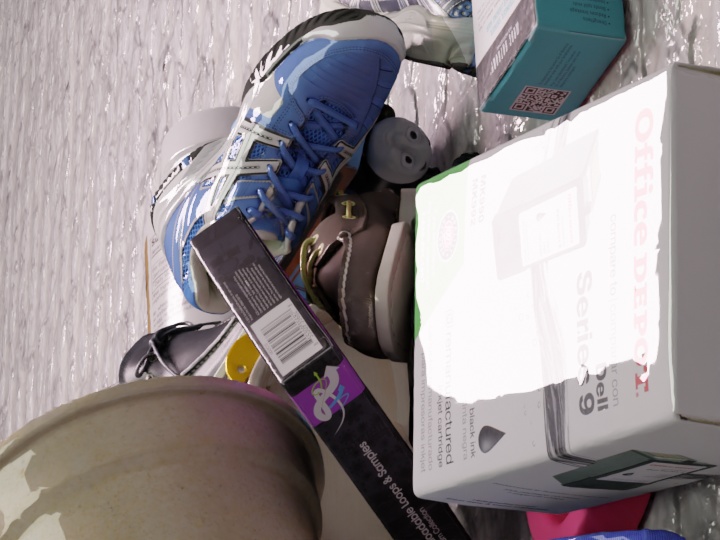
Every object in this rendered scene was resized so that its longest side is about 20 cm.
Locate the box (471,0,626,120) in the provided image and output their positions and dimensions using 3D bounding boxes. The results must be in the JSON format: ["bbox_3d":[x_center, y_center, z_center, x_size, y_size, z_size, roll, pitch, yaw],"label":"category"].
[{"bbox_3d":[0.090,-0.182,1.346,0.082,0.049,0.201,124,148,-57],"label":"box"}]

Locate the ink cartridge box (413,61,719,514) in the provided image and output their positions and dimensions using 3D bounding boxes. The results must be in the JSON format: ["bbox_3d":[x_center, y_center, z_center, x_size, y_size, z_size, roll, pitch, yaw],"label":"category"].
[{"bbox_3d":[0.105,0.012,1.102,0.200,0.084,0.147,-25,60,58],"label":"ink cartridge box"}]

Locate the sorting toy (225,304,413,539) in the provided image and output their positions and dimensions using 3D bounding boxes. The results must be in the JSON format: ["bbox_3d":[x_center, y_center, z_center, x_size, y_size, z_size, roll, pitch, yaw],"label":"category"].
[{"bbox_3d":[-0.018,0.135,1.546,0.180,0.106,0.201,87,179,-59],"label":"sorting toy"}]

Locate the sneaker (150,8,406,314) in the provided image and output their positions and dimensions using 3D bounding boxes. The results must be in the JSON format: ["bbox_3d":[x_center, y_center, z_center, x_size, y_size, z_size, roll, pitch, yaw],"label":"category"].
[{"bbox_3d":[-0.037,-0.056,1.423,0.200,0.076,0.077,-51,35,32],"label":"sneaker"}]

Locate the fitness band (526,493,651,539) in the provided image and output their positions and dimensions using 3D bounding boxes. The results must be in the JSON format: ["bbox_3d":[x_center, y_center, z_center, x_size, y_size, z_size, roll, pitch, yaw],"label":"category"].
[{"bbox_3d":[0.101,0.035,1.246,0.144,0.037,0.201,165,110,-72],"label":"fitness band"}]

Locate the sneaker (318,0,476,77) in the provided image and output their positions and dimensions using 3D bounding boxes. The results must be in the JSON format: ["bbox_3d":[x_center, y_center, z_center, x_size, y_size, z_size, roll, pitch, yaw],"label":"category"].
[{"bbox_3d":[0.042,-0.158,1.480,0.200,0.077,0.085,28,104,63],"label":"sneaker"}]

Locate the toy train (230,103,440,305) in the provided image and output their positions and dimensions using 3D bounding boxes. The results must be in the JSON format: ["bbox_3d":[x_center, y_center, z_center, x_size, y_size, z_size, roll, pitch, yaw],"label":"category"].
[{"bbox_3d":[-0.027,-0.043,1.565,0.200,0.114,0.087,124,160,-55],"label":"toy train"}]

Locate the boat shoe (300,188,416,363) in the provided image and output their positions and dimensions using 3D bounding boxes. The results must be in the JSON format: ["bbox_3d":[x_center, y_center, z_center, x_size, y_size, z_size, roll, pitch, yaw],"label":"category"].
[{"bbox_3d":[0.000,0.000,1.383,0.200,0.059,0.072,-75,-14,-73],"label":"boat shoe"}]

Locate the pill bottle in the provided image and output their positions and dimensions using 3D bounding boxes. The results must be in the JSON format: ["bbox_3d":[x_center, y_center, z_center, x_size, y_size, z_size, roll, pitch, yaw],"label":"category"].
[{"bbox_3d":[-0.082,-0.001,1.733,0.114,0.114,0.201,118,153,-51],"label":"pill bottle"}]

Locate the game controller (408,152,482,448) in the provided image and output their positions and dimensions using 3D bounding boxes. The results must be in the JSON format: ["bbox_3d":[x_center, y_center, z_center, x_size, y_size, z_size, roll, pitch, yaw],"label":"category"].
[{"bbox_3d":[0.049,0.017,1.359,0.200,0.042,0.105,-79,-11,-65],"label":"game controller"}]

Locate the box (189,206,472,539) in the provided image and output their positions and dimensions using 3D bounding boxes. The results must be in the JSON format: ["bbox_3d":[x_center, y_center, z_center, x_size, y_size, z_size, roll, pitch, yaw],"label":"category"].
[{"bbox_3d":[-0.005,0.076,1.338,0.200,0.036,0.143,55,179,-36],"label":"box"}]

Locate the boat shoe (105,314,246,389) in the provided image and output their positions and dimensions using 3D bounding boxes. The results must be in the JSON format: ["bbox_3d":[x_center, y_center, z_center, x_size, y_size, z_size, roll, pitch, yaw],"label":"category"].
[{"bbox_3d":[-0.111,0.064,1.601,0.200,0.062,0.075,-41,4,42],"label":"boat shoe"}]

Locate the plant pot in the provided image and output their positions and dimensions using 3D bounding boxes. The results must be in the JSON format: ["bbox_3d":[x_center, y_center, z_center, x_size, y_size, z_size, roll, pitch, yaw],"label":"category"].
[{"bbox_3d":[-0.085,0.185,1.290,0.184,0.200,0.201,-115,34,-42],"label":"plant pot"}]

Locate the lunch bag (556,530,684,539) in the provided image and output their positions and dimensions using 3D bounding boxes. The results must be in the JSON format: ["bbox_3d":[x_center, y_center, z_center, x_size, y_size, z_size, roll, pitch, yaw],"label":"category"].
[{"bbox_3d":[0.083,0.196,1.151,0.200,0.094,0.151,155,121,-62],"label":"lunch bag"}]
